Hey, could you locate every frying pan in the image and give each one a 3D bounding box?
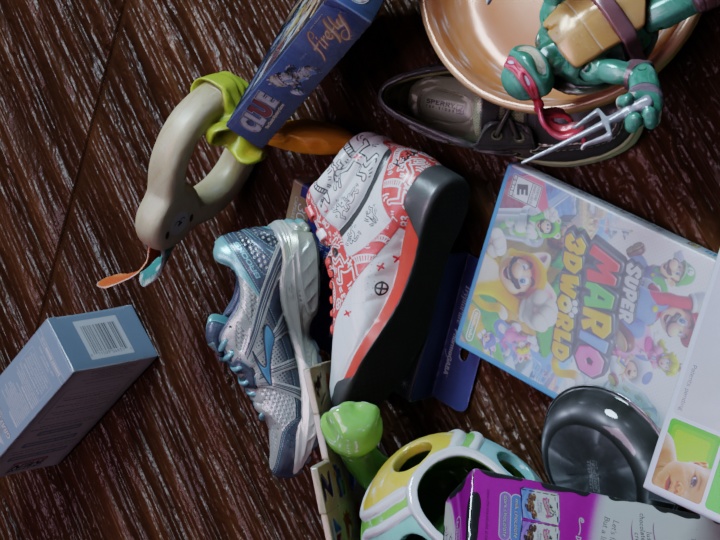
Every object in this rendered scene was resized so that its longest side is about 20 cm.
[{"bbox_3d":[0.192,0.152,1.020,0.190,0.031,0.115,36,134,31],"label":"frying pan"}]

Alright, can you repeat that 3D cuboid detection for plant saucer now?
[{"bbox_3d":[0.135,-0.197,0.997,0.200,0.037,0.201,-4,81,24],"label":"plant saucer"}]

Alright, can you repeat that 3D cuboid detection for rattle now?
[{"bbox_3d":[-0.106,-0.044,1.207,0.143,0.130,0.200,28,88,6],"label":"rattle"}]

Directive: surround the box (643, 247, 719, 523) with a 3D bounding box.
[{"bbox_3d":[0.286,0.065,0.872,0.176,0.097,0.200,23,100,39],"label":"box"}]

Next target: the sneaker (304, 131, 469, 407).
[{"bbox_3d":[0.001,-0.001,1.118,0.108,0.067,0.202,34,113,34],"label":"sneaker"}]

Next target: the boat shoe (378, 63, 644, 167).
[{"bbox_3d":[0.099,-0.110,1.055,0.201,0.066,0.072,10,100,40],"label":"boat shoe"}]

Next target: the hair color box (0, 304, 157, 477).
[{"bbox_3d":[-0.284,0.116,1.409,0.200,0.099,0.061,-45,66,36],"label":"hair color box"}]

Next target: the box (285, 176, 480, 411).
[{"bbox_3d":[0.013,0.018,1.174,0.200,0.032,0.121,27,113,36],"label":"box"}]

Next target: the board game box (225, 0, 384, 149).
[{"bbox_3d":[-0.021,-0.184,1.080,0.035,0.136,0.200,32,149,-11],"label":"board game box"}]

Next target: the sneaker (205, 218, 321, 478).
[{"bbox_3d":[-0.077,0.061,1.170,0.078,0.086,0.201,-160,67,-77],"label":"sneaker"}]

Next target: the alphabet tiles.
[{"bbox_3d":[-0.007,0.166,1.127,0.008,0.167,0.201,-13,88,13],"label":"alphabet tiles"}]

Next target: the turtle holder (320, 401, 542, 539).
[{"bbox_3d":[0.064,0.164,1.057,0.132,0.141,0.186,85,166,-62],"label":"turtle holder"}]

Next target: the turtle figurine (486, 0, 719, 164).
[{"bbox_3d":[0.146,-0.156,0.910,0.200,0.101,0.150,-37,86,-2],"label":"turtle figurine"}]

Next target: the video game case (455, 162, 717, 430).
[{"bbox_3d":[0.164,0.029,1.040,0.200,0.018,0.143,29,114,32],"label":"video game case"}]

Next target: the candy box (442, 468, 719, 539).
[{"bbox_3d":[0.149,0.212,0.935,0.061,0.199,0.137,118,162,-56],"label":"candy box"}]
